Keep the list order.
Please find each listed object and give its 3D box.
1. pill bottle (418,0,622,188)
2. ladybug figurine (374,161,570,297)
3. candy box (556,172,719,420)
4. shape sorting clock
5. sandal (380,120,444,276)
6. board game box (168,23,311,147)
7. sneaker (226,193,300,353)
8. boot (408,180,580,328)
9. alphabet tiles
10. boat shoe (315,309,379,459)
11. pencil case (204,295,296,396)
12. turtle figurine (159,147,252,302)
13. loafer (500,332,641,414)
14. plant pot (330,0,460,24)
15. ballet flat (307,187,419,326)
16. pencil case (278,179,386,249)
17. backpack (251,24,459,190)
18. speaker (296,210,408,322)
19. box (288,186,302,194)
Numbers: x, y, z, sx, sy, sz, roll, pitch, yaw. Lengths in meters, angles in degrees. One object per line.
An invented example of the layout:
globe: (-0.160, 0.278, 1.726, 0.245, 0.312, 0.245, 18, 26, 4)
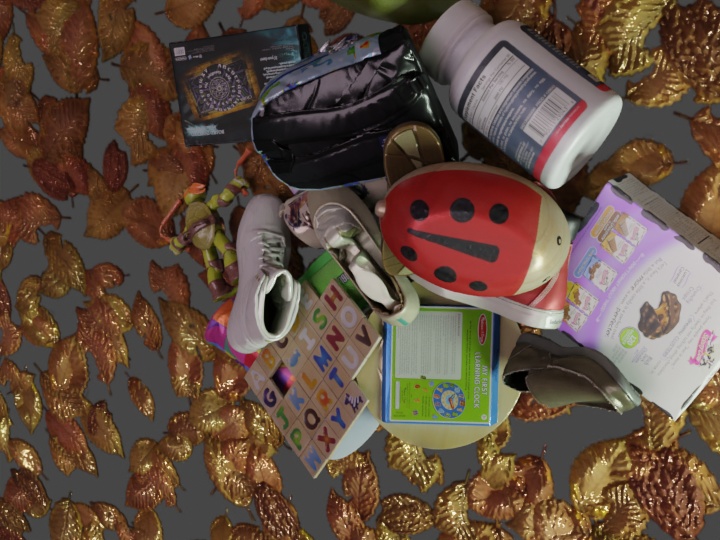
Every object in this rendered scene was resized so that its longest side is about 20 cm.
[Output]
pill bottle: (0.163, -0.191, 1.240, 0.200, 0.119, 0.120, 42, 120, 16)
ladybug figurine: (0.110, -0.034, 1.163, 0.198, 0.072, 0.137, 11, 114, 1)
candy box: (0.305, 0.026, 1.239, 0.200, 0.071, 0.168, 40, 119, 17)
shape sorting clock: (0.093, 0.107, 1.364, 0.198, 0.039, 0.202, 0, 95, 3)
sandal: (0.056, -0.077, 1.227, 0.080, 0.054, 0.201, -8, 131, -3)
board game box: (-0.146, -0.228, 1.471, 0.199, 0.028, 0.136, 0, 103, 31)
sneaker: (-0.103, -0.005, 1.416, 0.115, 0.073, 0.202, -20, 61, 61)
boot: (0.143, -0.032, 1.271, 0.199, 0.072, 0.146, 17, 102, 37)
alphabet tiles: (-0.052, 0.116, 1.393, 0.167, 0.008, 0.201, 51, 123, 30)
boat shoe: (-0.007, 0.126, 1.428, 0.086, 0.074, 0.203, 41, 108, 54)
pencil case: (-0.106, 0.116, 1.507, 0.200, 0.088, 0.089, 39, 119, 18)
turtle figurine: (-0.186, -0.053, 1.505, 0.200, 0.064, 0.162, -36, 72, 31)
loafer: (0.222, 0.124, 1.266, 0.075, 0.070, 0.200, 47, 166, -22)
plant pot: (0.006, -0.351, 1.245, 0.186, 0.200, 0.189, 8, 107, 29)
ballet flat: (-0.004, -0.023, 1.317, 0.069, 0.069, 0.200, -44, 76, 32)
pencil case: (-0.012, -0.106, 1.391, 0.089, 0.078, 0.200, 42, 123, -9)
backpack: (-0.018, -0.164, 1.249, 0.199, 0.154, 0.164, -25, 123, 7)
speaker: (0.000, 0.000, 1.410, 0.200, 0.088, 0.089, -41, 81, 32)
box: (-0.021, -0.168, 1.405, 0.200, 0.039, 0.042, -42, 78, 32)
